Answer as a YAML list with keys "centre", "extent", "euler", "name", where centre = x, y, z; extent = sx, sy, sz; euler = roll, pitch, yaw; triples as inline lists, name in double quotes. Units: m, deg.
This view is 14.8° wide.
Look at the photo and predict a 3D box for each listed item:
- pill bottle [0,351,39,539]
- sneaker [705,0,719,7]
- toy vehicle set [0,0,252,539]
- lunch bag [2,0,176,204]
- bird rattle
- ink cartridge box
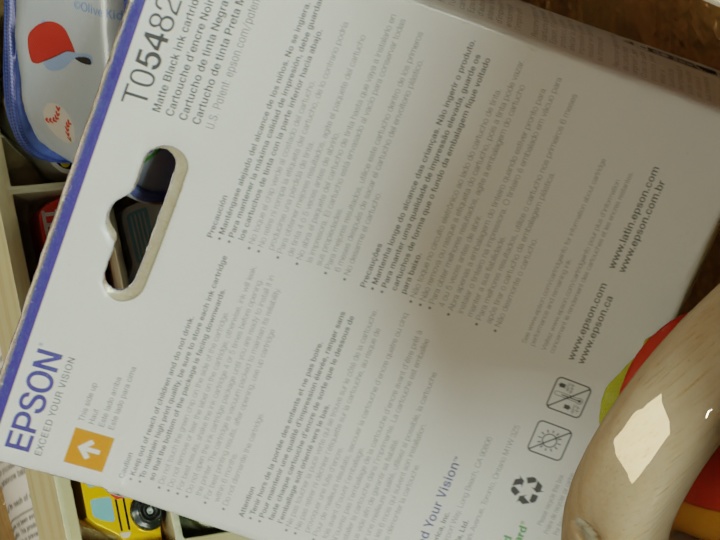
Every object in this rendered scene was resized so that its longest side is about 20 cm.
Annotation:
- centre: [-0.109, 0.049, 1.193]
  extent: [0.113, 0.113, 0.201]
  euler: [-33, 73, 58]
  name: "pill bottle"
- centre: [0.108, -0.123, 0.769]
  extent: [0.200, 0.114, 0.073]
  euler: [40, 134, 48]
  name: "sneaker"
- centre: [-0.067, 0.001, 0.971]
  extent: [0.026, 0.123, 0.202]
  euler: [-31, 69, 60]
  name: "toy vehicle set"
- centre: [-0.028, -0.117, 0.924]
  extent: [0.075, 0.199, 0.161]
  euler: [21, 120, 39]
  name: "lunch bag"
- centre: [0.124, 0.030, 0.765]
  extent: [0.113, 0.163, 0.200]
  euler: [45, 150, 15]
  name: "bird rattle"
- centre: [0.000, 0.000, 0.886]
  extent: [0.041, 0.199, 0.201]
  euler: [-90, 21, -64]
  name: "ink cartridge box"
